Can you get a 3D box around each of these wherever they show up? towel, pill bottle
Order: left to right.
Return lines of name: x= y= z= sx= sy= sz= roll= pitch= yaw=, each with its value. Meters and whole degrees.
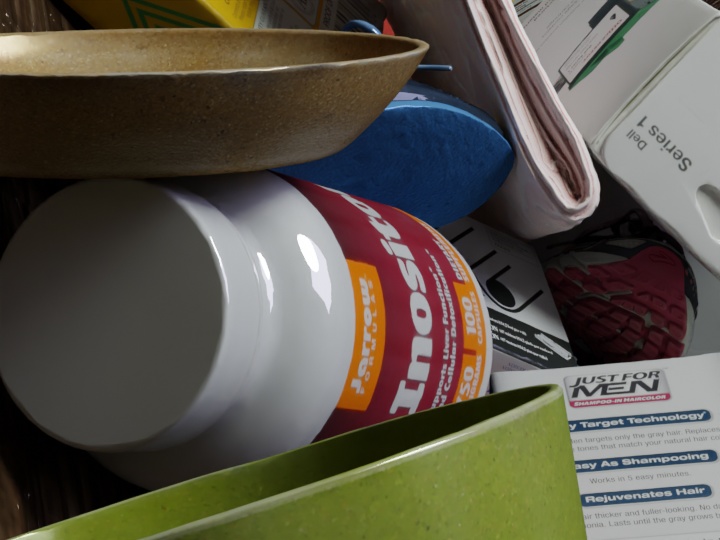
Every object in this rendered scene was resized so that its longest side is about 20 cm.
pill bottle: x=-0.038 y=0.022 z=0.768 sx=0.113 sy=0.113 sz=0.200 roll=62 pitch=18 yaw=16
towel: x=0.048 y=-0.103 z=1.023 sx=0.200 sy=0.032 sz=0.192 roll=151 pitch=-83 yaw=-85

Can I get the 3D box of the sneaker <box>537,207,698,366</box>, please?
sneaker: x=0.127 y=0.005 z=1.081 sx=0.081 sy=0.075 sz=0.200 roll=36 pitch=-5 yaw=1

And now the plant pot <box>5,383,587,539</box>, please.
plant pot: x=-0.013 y=0.150 z=0.532 sx=0.187 sy=0.186 sz=0.201 roll=-14 pitch=87 yaw=-74

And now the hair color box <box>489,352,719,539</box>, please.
hair color box: x=0.107 y=0.114 z=0.822 sx=0.200 sy=0.100 sz=0.061 roll=-96 pitch=-178 yaw=-56

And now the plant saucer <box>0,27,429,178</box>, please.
plant saucer: x=-0.077 y=-0.056 z=0.728 sx=0.200 sy=0.199 sz=0.036 roll=-42 pitch=132 yaw=-75

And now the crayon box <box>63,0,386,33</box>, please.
crayon box: x=-0.076 y=-0.139 z=1.021 sx=0.200 sy=0.052 sz=0.126 roll=42 pitch=30 yaw=-24

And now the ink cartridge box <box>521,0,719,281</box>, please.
ink cartridge box: x=0.158 y=-0.062 z=1.035 sx=0.146 sy=0.084 sz=0.200 roll=42 pitch=7 yaw=-18

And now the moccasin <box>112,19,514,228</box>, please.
moccasin: x=-0.018 y=-0.067 z=0.891 sx=0.200 sy=0.081 sz=0.068 roll=12 pitch=35 yaw=-46

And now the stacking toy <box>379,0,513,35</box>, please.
stacking toy: x=0.037 y=-0.155 z=1.188 sx=0.146 sy=0.200 sz=0.146 roll=52 pitch=17 yaw=-22

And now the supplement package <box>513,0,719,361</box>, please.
supplement package: x=0.113 y=-0.030 z=1.278 sx=0.191 sy=0.147 sz=0.200 roll=48 pitch=18 yaw=-29

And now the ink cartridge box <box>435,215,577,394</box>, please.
ink cartridge box: x=0.000 y=0.000 z=0.953 sx=0.200 sy=0.044 sz=0.094 roll=23 pitch=33 yaw=-31
